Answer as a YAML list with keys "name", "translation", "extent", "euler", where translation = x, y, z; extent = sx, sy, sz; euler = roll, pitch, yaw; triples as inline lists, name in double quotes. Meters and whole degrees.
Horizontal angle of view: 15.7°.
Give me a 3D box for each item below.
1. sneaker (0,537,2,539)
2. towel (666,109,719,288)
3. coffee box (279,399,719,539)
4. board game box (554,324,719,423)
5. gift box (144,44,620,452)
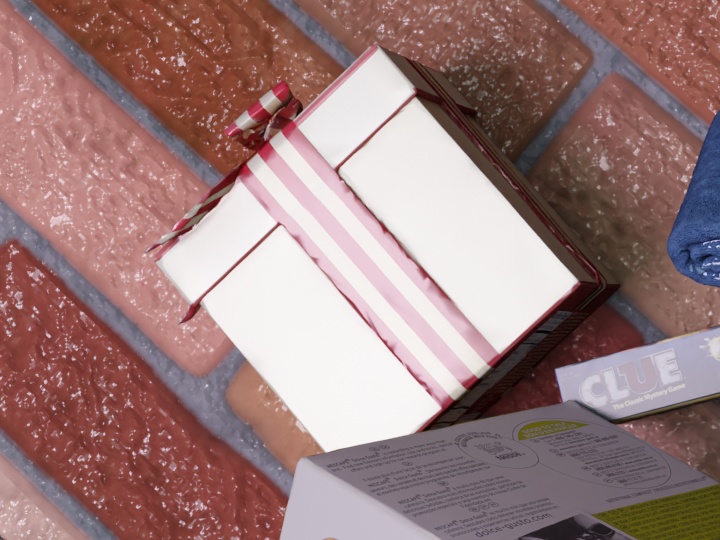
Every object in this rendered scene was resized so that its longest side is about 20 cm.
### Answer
- name: "sneaker"
  translation: [-0.216, 0.204, 1.477]
  extent: [0.199, 0.085, 0.077]
  euler: [35, 98, 15]
- name: "towel"
  translation: [0.230, -0.074, 1.314]
  extent: [0.111, 0.049, 0.201]
  euler: [3, 48, 29]
- name: "coffee box"
  translation: [0.083, 0.198, 1.197]
  extent: [0.197, 0.199, 0.201]
  euler: [28, 114, 37]
- name: "board game box"
  translation: [0.210, 0.041, 1.335]
  extent: [0.199, 0.135, 0.035]
  euler: [-15, 84, 14]
- name: "gift box"
  translation: [0.000, 0.000, 1.372]
  extent: [0.200, 0.185, 0.187]
  euler: [-41, 80, 5]
